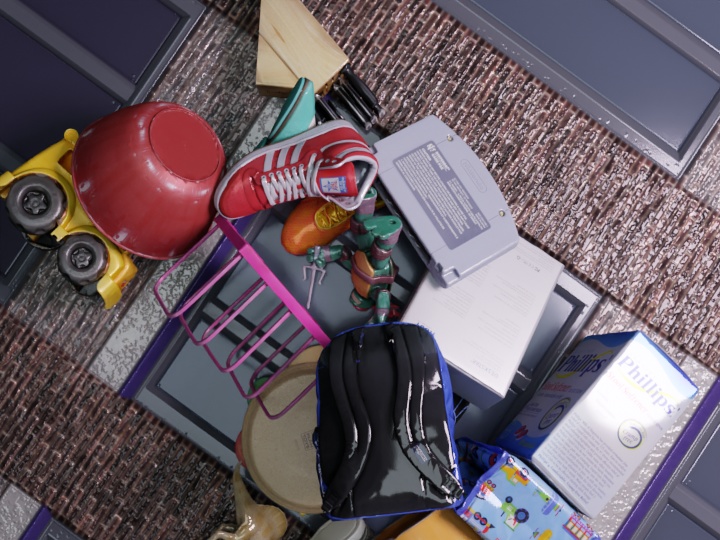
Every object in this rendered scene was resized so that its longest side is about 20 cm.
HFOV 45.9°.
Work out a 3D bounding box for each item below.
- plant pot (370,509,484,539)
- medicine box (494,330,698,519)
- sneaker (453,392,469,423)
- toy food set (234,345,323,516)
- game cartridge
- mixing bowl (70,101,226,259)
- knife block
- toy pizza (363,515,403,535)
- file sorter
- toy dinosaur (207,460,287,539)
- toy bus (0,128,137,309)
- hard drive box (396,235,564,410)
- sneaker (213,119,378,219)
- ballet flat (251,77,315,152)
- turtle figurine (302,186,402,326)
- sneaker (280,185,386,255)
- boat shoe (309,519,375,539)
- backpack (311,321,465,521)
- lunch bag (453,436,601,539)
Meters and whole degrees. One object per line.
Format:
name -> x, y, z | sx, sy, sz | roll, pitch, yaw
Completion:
plant pot -> 0.100, 0.378, 1.001 | 0.198, 0.200, 0.185 | -31, 82, -1
medicine box -> 0.281, 0.182, 1.045 | 0.103, 0.182, 0.200 | 43, 82, 1
sneaker -> 0.079, 0.218, 1.076 | 0.199, 0.077, 0.071 | -39, 125, -19
toy food set -> -0.065, 0.216, 1.114 | 0.196, 0.049, 0.202 | -34, 90, -1
game cartridge -> 0.103, -0.091, 1.055 | 0.132, 0.042, 0.202 | -26, 75, -23
mixing bowl -> -0.238, -0.127, 1.034 | 0.198, 0.108, 0.204 | 21, 55, -33
knife block -> -0.049, -0.278, 1.118 | 0.172, 0.064, 0.205 | 4, 88, -1
toy pizza -> 0.039, 0.386, 1.116 | 0.196, 0.032, 0.205 | 0, 95, -1
file sorter -> -0.137, 0.061, 1.029 | 0.125, 0.139, 0.201 | -42, 118, -5
toy dinosaur -> -0.147, 0.333, 1.104 | 0.100, 0.058, 0.203 | -27, 109, -5
toy bus -> -0.333, -0.080, 1.088 | 0.192, 0.136, 0.200 | -44, 92, -17
hard drive box -> 0.143, 0.044, 1.073 | 0.154, 0.077, 0.202 | 32, 66, 0
sneaker -> -0.072, -0.102, 1.004 | 0.198, 0.113, 0.072 | -30, 132, -9
ballet flat -> -0.096, -0.157, 1.083 | 0.070, 0.068, 0.200 | 31, 126, -17
turtle figurine -> 0.000, 0.000, 1.080 | 0.149, 0.203, 0.100 | 36, 46, 27
sneaker -> -0.022, -0.090, 1.108 | 0.198, 0.077, 0.074 | -34, 91, 0
boat shoe -> -0.067, 0.380, 1.064 | 0.200, 0.072, 0.061 | -35, 116, 6
backpack -> 0.026, 0.166, 0.954 | 0.159, 0.168, 0.204 | -8, 77, 3
lunch bag -> 0.181, 0.277, 1.040 | 0.150, 0.200, 0.094 | 42, 90, -4
